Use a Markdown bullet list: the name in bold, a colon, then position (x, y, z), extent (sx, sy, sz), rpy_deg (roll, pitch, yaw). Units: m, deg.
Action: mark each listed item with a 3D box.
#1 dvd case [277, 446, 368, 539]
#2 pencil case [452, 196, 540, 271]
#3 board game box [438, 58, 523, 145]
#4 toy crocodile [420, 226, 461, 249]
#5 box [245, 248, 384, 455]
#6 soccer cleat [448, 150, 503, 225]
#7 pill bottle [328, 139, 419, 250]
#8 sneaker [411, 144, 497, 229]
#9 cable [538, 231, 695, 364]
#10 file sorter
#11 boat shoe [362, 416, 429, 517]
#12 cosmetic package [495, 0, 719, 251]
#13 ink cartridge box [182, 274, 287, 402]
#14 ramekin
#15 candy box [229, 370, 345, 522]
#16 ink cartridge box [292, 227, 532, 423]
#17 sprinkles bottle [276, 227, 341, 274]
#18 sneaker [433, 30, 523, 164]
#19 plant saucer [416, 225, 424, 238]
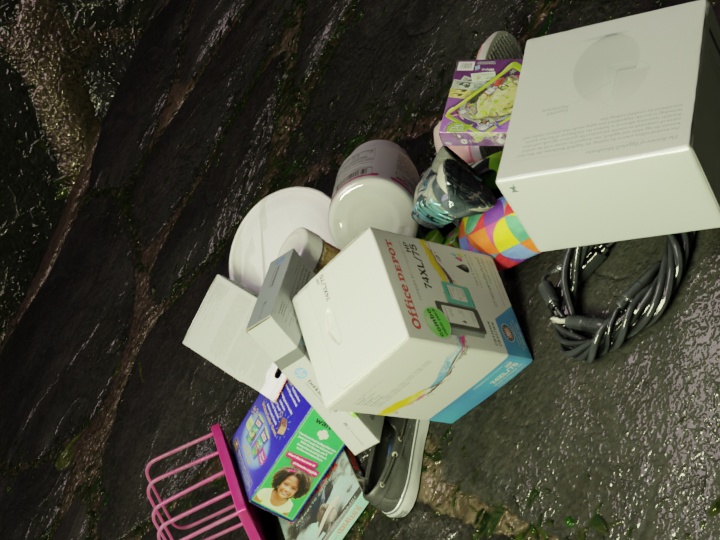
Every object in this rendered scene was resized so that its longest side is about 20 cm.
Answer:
- **dvd case**: position (-0.054, 0.285, 1.658), extent (0.146, 0.022, 0.200), rpy_deg (-55, 28, 14)
- **pencil case**: position (0.196, -0.063, 1.473), extent (0.200, 0.088, 0.089), rpy_deg (-24, 45, 49)
- **board game box**: position (0.200, -0.198, 1.514), extent (0.199, 0.032, 0.121), rpy_deg (3, 51, 21)
- **toy crocodile**: position (0.075, 0.008, 1.585), extent (0.200, 0.068, 0.062), rpy_deg (-36, 16, -5)
- **box**: position (-0.042, 0.092, 1.487), extent (0.041, 0.200, 0.156), rpy_deg (-30, 20, 22)
- **soccer cleat**: position (0.131, -0.096, 1.617), extent (0.200, 0.068, 0.081), rpy_deg (-26, 14, 49)
- **pill bottle**: position (0.021, -0.095, 1.655), extent (0.114, 0.113, 0.200), rpy_deg (-51, 11, 20)
- **sneaker**: position (0.101, -0.079, 1.484), extent (0.086, 0.077, 0.200), rpy_deg (-52, 6, 12)
- **cable**: position (0.262, 0.002, 1.326), extent (0.200, 0.051, 0.164), rpy_deg (-42, 33, 34)
- **file sorter**: position (-0.200, 0.330, 1.693), extent (0.125, 0.140, 0.200), rpy_deg (-24, 30, -5)
- **boat shoe**: position (0.035, 0.193, 1.534), extent (0.070, 0.066, 0.201), rpy_deg (-30, 41, 47)
- **cosmetic package**: position (0.262, -0.141, 1.293), extent (0.198, 0.123, 0.201), rpy_deg (-8, 48, 32)
- **ink cartridge box**: position (-0.143, 0.094, 1.740), extent (0.199, 0.050, 0.109), rpy_deg (28, 91, 39)
- **ramekin**: position (-0.081, -0.011, 1.829), extent (0.201, 0.094, 0.204), rpy_deg (-9, 72, 28)
- **candy box**: position (-0.079, 0.194, 1.678), extent (0.201, 0.077, 0.169), rpy_deg (-58, 23, 11)
- **ink cartridge box**: position (0.056, 0.065, 1.428), extent (0.146, 0.199, 0.147), rpy_deg (-42, 53, 34)
- **sprinkles bottle**: position (-0.010, 0.018, 1.627), extent (0.068, 0.199, 0.069), rpy_deg (-42, 32, 34)
- **sneaker**: position (0.149, -0.218, 1.704), extent (0.104, 0.075, 0.201), rpy_deg (-13, 58, 50)
- **plant saucer**: position (0.000, 0.000, 1.719), extent (0.199, 0.019, 0.070), rpy_deg (-26, 69, 11)
